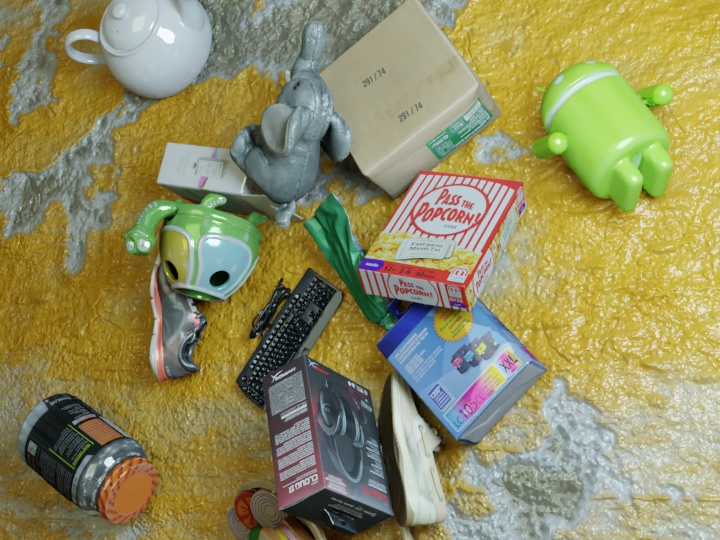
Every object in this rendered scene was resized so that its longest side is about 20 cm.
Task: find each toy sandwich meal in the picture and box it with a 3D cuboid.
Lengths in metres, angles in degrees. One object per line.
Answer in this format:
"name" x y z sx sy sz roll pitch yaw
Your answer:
"toy sandwich meal" -0.110 0.364 1.314 0.204 0.070 0.208 20 120 39

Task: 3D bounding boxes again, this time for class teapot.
"teapot" -0.346 -0.380 1.653 0.197 0.146 0.201 36 94 31

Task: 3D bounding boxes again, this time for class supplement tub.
"supplement tub" -0.394 0.274 1.504 0.199 0.122 0.124 28 89 31

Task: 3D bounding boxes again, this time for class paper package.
"paper package" 0.059 -0.234 1.424 0.199 0.103 0.192 -37 64 13

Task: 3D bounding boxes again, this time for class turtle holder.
"turtle holder" -0.226 -0.034 1.466 0.139 0.185 0.134 6 77 27

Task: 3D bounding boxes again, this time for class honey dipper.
"honey dipper" 0.053 0.313 1.312 0.038 0.038 0.202 -27 61 18

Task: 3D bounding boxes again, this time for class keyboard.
"keyboard" -0.116 0.088 1.460 0.104 0.040 0.201 34 92 30

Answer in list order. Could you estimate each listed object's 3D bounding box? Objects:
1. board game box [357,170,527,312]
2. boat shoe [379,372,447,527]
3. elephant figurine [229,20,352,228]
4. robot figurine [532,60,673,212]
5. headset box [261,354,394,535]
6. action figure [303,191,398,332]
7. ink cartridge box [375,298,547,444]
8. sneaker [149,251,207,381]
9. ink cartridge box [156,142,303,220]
"board game box" 0.107 -0.042 1.320 0.150 0.047 0.201 9 47 29
"boat shoe" 0.067 0.224 1.314 0.064 0.072 0.202 0 56 -14
"elephant figurine" -0.081 -0.192 1.366 0.155 0.142 0.200 42 136 -5
"robot figurine" 0.298 -0.171 1.272 0.174 0.116 0.201 -26 62 -6
"headset box" -0.040 0.228 1.291 0.077 0.148 0.202 -30 51 23
"action figure" 0.000 0.000 1.400 0.054 0.118 0.202 -26 81 -24
"ink cartridge box" 0.116 0.100 1.316 0.137 0.076 0.200 -47 59 8
"sneaker" -0.261 0.061 1.534 0.081 0.077 0.203 -3 83 13
"ink cartridge box" -0.181 -0.129 1.511 0.198 0.116 0.068 10 80 28
